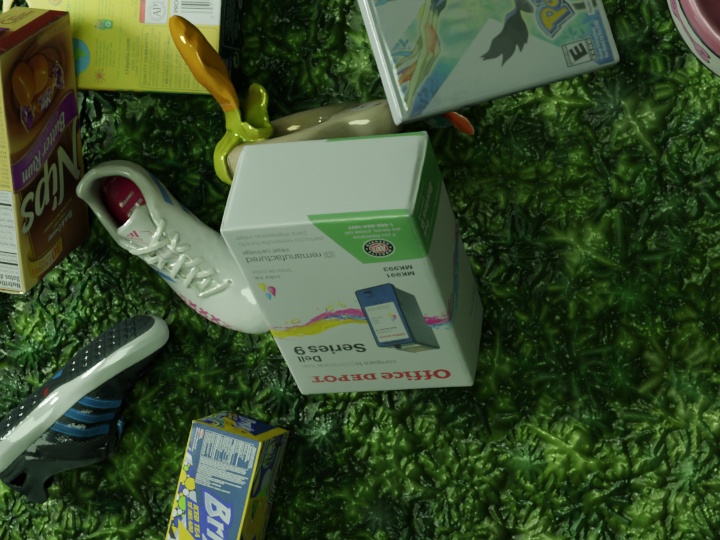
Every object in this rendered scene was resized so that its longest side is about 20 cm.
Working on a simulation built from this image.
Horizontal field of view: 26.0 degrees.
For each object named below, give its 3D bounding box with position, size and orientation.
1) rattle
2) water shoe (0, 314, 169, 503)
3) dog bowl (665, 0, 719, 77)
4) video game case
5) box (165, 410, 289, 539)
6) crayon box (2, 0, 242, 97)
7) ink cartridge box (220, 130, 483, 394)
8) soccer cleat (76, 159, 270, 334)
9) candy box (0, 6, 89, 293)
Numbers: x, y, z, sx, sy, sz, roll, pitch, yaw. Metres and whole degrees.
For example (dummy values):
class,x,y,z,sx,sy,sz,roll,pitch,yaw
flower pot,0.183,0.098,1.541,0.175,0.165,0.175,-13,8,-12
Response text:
class,x,y,z,sx,sy,sz,roll,pitch,yaw
rattle,-0.027,-0.148,1.200,0.199,0.130,0.144,-15,88,15
water shoe,-0.225,0.116,1.314,0.200,0.072,0.079,-37,110,13
dog bowl,0.316,-0.224,1.124,0.199,0.074,0.201,1,93,17
video game case,0.084,-0.228,1.177,0.181,0.022,0.201,-16,88,-12
box,-0.119,0.222,1.274,0.064,0.070,0.201,16,97,16
crayon box,-0.197,-0.211,1.288,0.199,0.051,0.128,5,95,15
ink cartridge box,0.000,0.000,1.162,0.145,0.200,0.088,-3,50,17
soccer cleat,-0.151,-0.015,1.265,0.200,0.086,0.070,39,102,11
candy box,-0.272,-0.097,1.248,0.056,0.117,0.201,9,118,15
